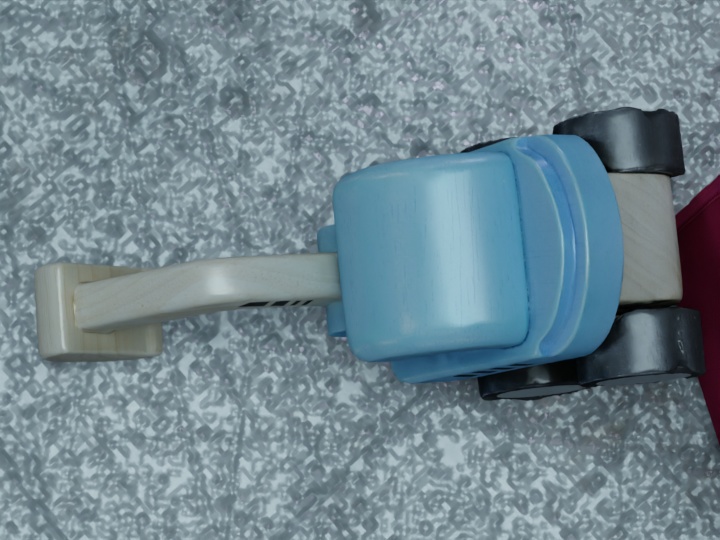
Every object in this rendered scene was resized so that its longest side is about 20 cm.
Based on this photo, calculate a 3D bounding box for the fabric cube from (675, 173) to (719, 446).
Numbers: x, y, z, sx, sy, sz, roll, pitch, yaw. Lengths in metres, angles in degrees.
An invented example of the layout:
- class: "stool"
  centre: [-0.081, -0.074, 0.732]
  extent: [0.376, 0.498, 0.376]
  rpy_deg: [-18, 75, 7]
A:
- class: "fabric cube"
  centre: [0.242, 0.041, 0.823]
  extent: [0.200, 0.196, 0.199]
  rpy_deg: [-15, 82, -4]

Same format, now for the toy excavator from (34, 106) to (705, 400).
- class: "toy excavator"
  centre: [0.000, 0.000, 0.854]
  extent: [0.200, 0.194, 0.100]
  rpy_deg: [1, 81, -31]
